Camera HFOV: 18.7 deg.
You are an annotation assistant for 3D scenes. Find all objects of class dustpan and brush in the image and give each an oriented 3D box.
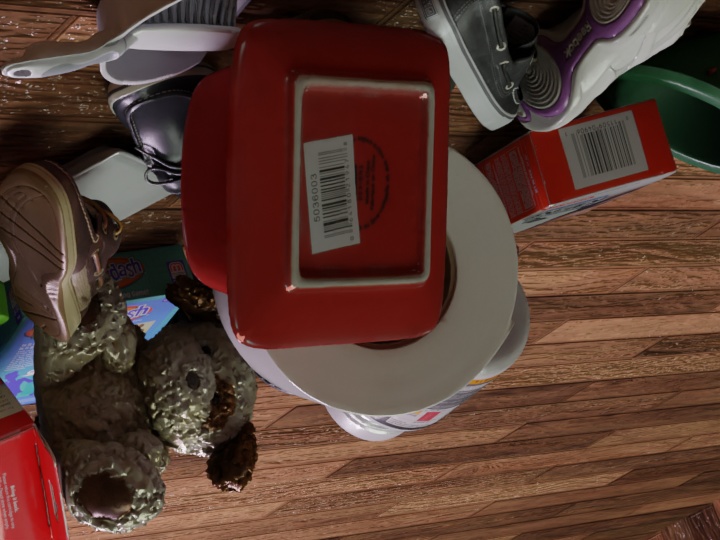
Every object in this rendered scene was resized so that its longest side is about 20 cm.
[{"bbox_3d":[-0.132,-0.144,1.308,0.199,0.058,0.139,-7,157,-37],"label":"dustpan and brush"}]

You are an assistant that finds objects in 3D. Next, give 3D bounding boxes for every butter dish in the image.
[{"bbox_3d":[-0.048,-0.057,1.406,0.147,0.202,0.198,5,-175,43],"label":"butter dish"}]

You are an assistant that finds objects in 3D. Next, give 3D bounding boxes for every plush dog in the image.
[{"bbox_3d":[-0.161,0.099,1.681,0.170,0.202,0.160,-9,169,-17],"label":"plush dog"}]

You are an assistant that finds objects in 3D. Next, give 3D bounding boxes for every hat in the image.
[{"bbox_3d":[0.298,-0.183,1.716,0.199,0.177,0.165,33,165,-32],"label":"hat"}]

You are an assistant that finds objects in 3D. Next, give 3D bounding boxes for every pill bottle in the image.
[{"bbox_3d":[0.047,0.064,1.788,0.115,0.117,0.200,-10,162,-30],"label":"pill bottle"}]

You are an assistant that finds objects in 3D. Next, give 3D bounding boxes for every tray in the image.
[{"bbox_3d":[-0.230,-0.039,1.570,0.199,0.022,0.107,-27,160,18],"label":"tray"}]

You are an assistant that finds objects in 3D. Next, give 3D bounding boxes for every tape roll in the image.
[{"bbox_3d":[0.000,0.000,1.581,0.201,0.205,0.139,-15,-175,-14],"label":"tape roll"}]

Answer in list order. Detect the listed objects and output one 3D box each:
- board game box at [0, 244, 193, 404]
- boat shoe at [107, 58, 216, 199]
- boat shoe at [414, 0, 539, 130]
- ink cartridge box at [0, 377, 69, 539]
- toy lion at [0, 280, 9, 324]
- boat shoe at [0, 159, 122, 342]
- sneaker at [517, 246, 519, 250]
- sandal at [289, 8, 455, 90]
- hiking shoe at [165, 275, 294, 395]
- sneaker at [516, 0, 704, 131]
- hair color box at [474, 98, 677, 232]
[{"bbox_3d":[-0.240,0.050,1.774,0.151,0.045,0.200,-8,158,-32],"label":"board game box"},{"bbox_3d":[-0.116,-0.090,1.484,0.074,0.063,0.200,-20,161,5],"label":"boat shoe"},{"bbox_3d":[0.092,-0.159,1.511,0.066,0.070,0.200,-22,154,10],"label":"boat shoe"},{"bbox_3d":[-0.292,0.142,1.671,0.067,0.200,0.117,-21,128,-22],"label":"ink cartridge box"},{"bbox_3d":[-0.337,0.039,1.580,0.198,0.069,0.191,-13,172,25],"label":"toy lion"},{"bbox_3d":[-0.204,-0.026,1.517,0.072,0.072,0.201,-45,160,-25],"label":"boat shoe"},{"bbox_3d":[0.076,-0.029,1.866,0.112,0.078,0.200,-31,160,-13],"label":"sneaker"},{"bbox_3d":[0.002,-0.131,1.501,0.081,0.055,0.200,-28,160,22],"label":"sandal"},{"bbox_3d":[-0.066,0.051,1.800,0.100,0.199,0.076,5,106,-59],"label":"hiking shoe"},{"bbox_3d":[0.182,-0.160,1.576,0.099,0.075,0.200,-6,157,-35],"label":"sneaker"},{"bbox_3d":[0.160,-0.077,1.736,0.110,0.065,0.200,-16,178,-14],"label":"hair color box"}]
